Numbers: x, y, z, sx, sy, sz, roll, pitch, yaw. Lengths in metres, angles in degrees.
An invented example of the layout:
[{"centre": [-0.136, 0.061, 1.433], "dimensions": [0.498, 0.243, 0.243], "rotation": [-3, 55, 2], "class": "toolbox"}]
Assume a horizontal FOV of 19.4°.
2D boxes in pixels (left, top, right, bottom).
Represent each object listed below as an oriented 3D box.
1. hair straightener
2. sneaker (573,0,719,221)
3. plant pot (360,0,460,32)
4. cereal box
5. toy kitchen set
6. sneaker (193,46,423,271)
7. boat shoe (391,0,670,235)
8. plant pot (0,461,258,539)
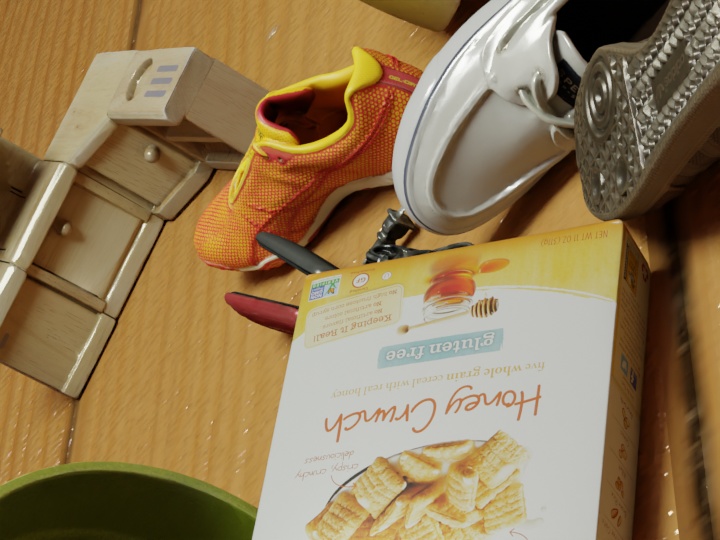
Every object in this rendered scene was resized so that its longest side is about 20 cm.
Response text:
[{"centre": [0.000, 0.000, 0.998], "dimensions": [0.077, 0.041, 0.200], "rotation": [-64, 25, -7], "class": "hair straightener"}, {"centre": [0.139, -0.064, 0.789], "dimensions": [0.200, 0.075, 0.071], "rotation": [131, 136, -72], "class": "sneaker"}, {"centre": [-0.007, -0.232, 1.057], "dimensions": [0.200, 0.141, 0.201], "rotation": [-169, 90, -83], "class": "plant pot"}, {"centre": [0.032, 0.079, 0.791], "dimensions": [0.143, 0.040, 0.200], "rotation": [-10, 48, 24], "class": "cereal box"}, {"centre": [-0.175, -0.043, 1.231], "dimensions": [0.180, 0.163, 0.201], "rotation": [8, 71, 64], "class": "toy kitchen set"}, {"centre": [-0.034, -0.061, 1.089], "dimensions": [0.200, 0.077, 0.073], "rotation": [-36, 36, 45], "class": "sneaker"}, {"centre": [0.090, -0.089, 0.897], "dimensions": [0.200, 0.072, 0.066], "rotation": [-45, 23, 12], "class": "boat shoe"}, {"centre": [-0.113, 0.213, 0.837], "dimensions": [0.193, 0.200, 0.201], "rotation": [-54, 23, 39], "class": "plant pot"}]
